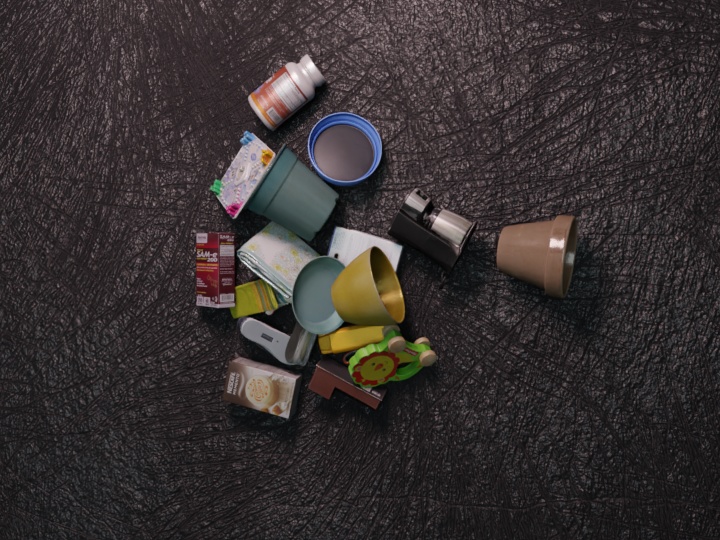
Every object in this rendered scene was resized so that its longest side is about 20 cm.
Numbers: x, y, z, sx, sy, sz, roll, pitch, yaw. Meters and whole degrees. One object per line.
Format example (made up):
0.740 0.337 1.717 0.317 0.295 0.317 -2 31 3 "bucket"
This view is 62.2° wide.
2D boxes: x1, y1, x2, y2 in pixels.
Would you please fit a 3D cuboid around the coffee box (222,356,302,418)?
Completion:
-0.272 0.324 1.658 0.196 0.080 0.117 12 94 9 "coffee box"

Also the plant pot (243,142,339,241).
-0.172 -0.192 1.561 0.194 0.200 0.202 33 97 -12 "plant pot"

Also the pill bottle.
-0.194 -0.479 1.598 0.199 0.112 0.113 -36 86 8 "pill bottle"

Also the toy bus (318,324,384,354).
-0.019 0.180 1.612 0.196 0.078 0.066 -12 90 9 "toy bus"

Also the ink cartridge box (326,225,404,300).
0.000 0.000 1.621 0.196 0.041 0.203 17 95 9 "ink cartridge box"

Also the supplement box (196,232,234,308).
-0.402 -0.002 1.656 0.107 0.060 0.205 2 92 40 "supplement box"

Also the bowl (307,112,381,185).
-0.042 -0.319 1.581 0.196 0.039 0.205 2 74 -7 "bowl"

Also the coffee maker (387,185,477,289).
0.171 -0.085 1.538 0.198 0.135 0.194 31 91 11 "coffee maker"

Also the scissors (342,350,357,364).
0.049 0.227 1.632 0.197 0.014 0.074 -21 56 -4 "scissors"

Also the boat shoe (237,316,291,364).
-0.252 0.188 1.660 0.199 0.091 0.071 37 82 -21 "boat shoe"

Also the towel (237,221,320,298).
-0.207 -0.030 1.599 0.199 0.171 0.048 40 133 3 "towel"

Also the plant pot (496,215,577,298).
0.435 -0.043 1.486 0.172 0.199 0.205 9 94 25 "plant pot"

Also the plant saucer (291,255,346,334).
-0.104 0.063 1.553 0.036 0.197 0.205 6 94 51 "plant saucer"

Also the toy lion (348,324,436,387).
0.073 0.239 1.563 0.198 0.069 0.192 26 115 -37 "toy lion"

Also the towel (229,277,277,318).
-0.303 0.079 1.632 0.198 0.018 0.088 -15 94 42 "towel"

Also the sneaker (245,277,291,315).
-0.225 0.076 1.654 0.195 0.070 0.095 5 105 11 "sneaker"

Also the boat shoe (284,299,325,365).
-0.138 0.161 1.621 0.064 0.074 0.205 22 92 -36 "boat shoe"

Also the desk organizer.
-0.036 0.320 1.619 0.197 0.072 0.078 27 109 7 "desk organizer"

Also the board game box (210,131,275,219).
-0.322 -0.262 1.603 0.202 0.026 0.200 -55 39 8 "board game box"

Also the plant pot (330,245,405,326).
0.009 0.059 1.511 0.140 0.200 0.203 -22 89 19 "plant pot"
